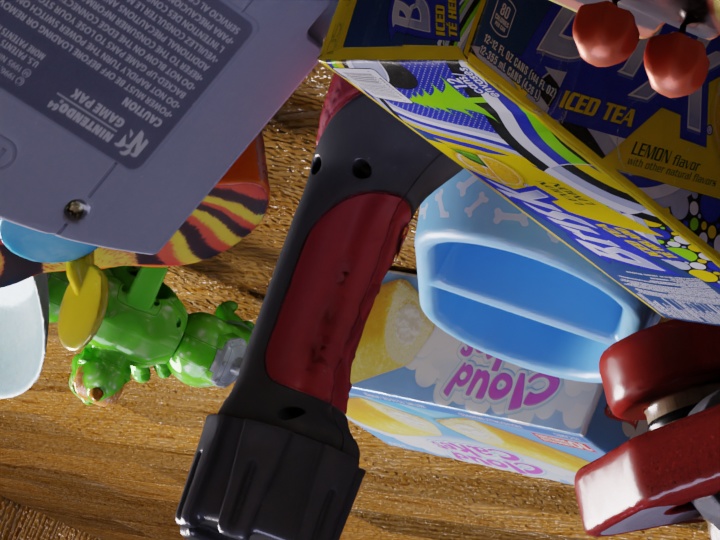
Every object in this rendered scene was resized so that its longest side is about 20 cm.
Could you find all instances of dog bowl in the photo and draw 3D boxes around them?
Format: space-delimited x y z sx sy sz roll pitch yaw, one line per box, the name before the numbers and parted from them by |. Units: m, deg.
dog bowl | 0.074 -0.004 0.947 0.111 0.050 0.200 18 167 7

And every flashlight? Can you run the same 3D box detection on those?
flashlight | 0.000 0.000 0.783 0.067 0.201 0.068 17 165 7

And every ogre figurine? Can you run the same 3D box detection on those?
ogre figurine | -0.137 0.017 1.285 0.200 0.098 0.120 44 177 -16

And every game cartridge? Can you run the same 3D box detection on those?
game cartridge | -0.110 -0.088 0.758 0.200 0.133 0.042 33 -164 -42

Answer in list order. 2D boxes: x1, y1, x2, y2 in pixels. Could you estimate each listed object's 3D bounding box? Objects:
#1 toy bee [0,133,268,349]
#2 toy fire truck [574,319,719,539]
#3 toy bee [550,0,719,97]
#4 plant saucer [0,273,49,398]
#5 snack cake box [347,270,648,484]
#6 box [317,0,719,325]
toy bee | -0.145 -0.032 1.022 0.199 0.131 0.109 20 141 -2
toy fire truck | 0.186 0.055 0.848 0.199 0.113 0.168 -6 161 -24
toy bee | 0.066 -0.090 0.543 0.130 0.109 0.200 18 166 15
plant saucer | -0.216 -0.029 1.189 0.200 0.039 0.202 30 140 29
snack cake box | 0.070 0.056 1.179 0.199 0.068 0.115 9 161 40
box | 0.078 -0.051 0.748 0.064 0.071 0.200 5 160 43
